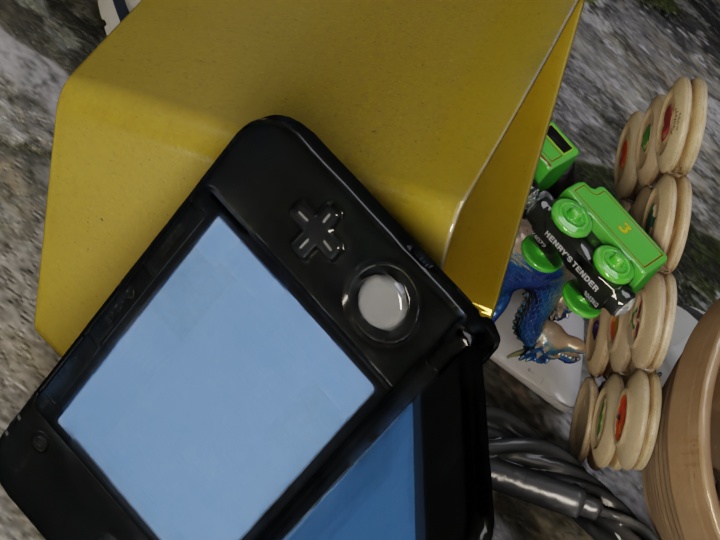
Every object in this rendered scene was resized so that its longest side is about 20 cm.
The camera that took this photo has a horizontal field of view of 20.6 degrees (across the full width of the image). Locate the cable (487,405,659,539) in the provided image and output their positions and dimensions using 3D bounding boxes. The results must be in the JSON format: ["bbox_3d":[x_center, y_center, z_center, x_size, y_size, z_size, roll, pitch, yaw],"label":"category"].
[{"bbox_3d":[0.069,0.124,0.955,0.199,0.051,0.164,22,27,-31],"label":"cable"}]

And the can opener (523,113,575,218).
[{"bbox_3d":[0.082,-0.052,1.092,0.067,0.054,0.200,22,-18,14],"label":"can opener"}]

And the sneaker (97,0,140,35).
[{"bbox_3d":[-0.085,-0.120,1.069,0.076,0.081,0.201,16,38,-44],"label":"sneaker"}]

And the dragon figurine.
[{"bbox_3d":[0.057,-0.005,1.017,0.199,0.099,0.059,16,49,-29],"label":"dragon figurine"}]

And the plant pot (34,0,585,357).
[{"bbox_3d":[-0.030,-0.027,0.855,0.175,0.201,0.200,20,39,10],"label":"plant pot"}]

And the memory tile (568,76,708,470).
[{"bbox_3d":[0.143,0.005,1.036,0.017,0.202,0.153,10,-5,-4],"label":"memory tile"}]

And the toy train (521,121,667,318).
[{"bbox_3d":[0.072,-0.060,0.967,0.200,0.042,0.056,50,44,11],"label":"toy train"}]

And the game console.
[{"bbox_3d":[-0.052,0.077,0.678,0.176,0.200,0.116,47,26,11],"label":"game console"}]

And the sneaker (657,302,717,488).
[{"bbox_3d":[0.193,0.085,1.163,0.080,0.074,0.200,18,27,-9],"label":"sneaker"}]

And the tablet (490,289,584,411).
[{"bbox_3d":[0.051,-0.007,1.155,0.200,0.014,0.130,37,27,-11],"label":"tablet"}]

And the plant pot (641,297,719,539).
[{"bbox_3d":[0.211,0.106,1.013,0.200,0.092,0.202,12,71,-36],"label":"plant pot"}]
